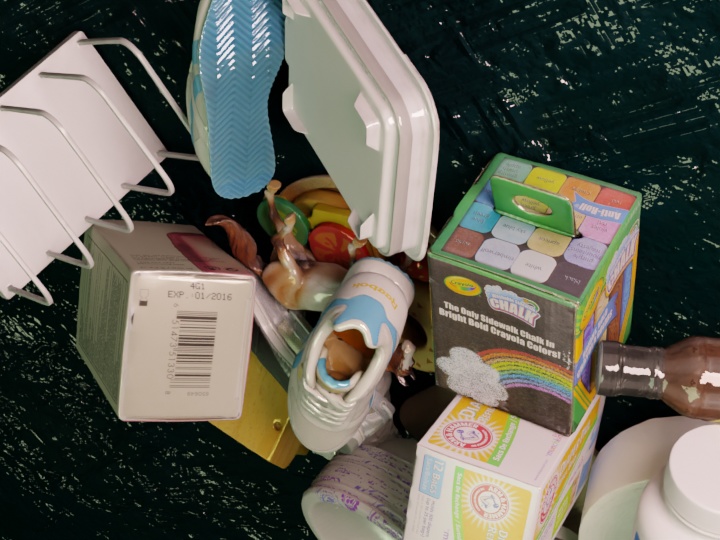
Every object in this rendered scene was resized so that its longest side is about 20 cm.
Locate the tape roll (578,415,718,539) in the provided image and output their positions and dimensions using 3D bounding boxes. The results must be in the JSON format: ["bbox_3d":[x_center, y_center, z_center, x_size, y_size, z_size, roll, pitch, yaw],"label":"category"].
[{"bbox_3d":[0.287,0.215,1.171,0.201,0.071,0.204,11,133,12],"label":"tape roll"}]

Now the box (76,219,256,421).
[{"bbox_3d":[-0.174,0.039,1.216,0.200,0.108,0.129,-145,60,-64],"label":"box"}]

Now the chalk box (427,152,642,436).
[{"bbox_3d":[0.131,0.001,1.050,0.124,0.124,0.201,20,141,22],"label":"chalk box"}]

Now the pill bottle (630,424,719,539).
[{"bbox_3d":[0.258,0.213,1.052,0.111,0.112,0.201,20,138,21],"label":"pill bottle"}]

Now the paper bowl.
[{"bbox_3d":[0.051,0.234,1.280,0.200,0.104,0.201,33,155,17],"label":"paper bowl"}]

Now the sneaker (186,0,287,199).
[{"bbox_3d":[-0.106,-0.159,1.101,0.081,0.076,0.201,-125,35,-44],"label":"sneaker"}]

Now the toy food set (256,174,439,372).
[{"bbox_3d":[0.000,0.000,1.221,0.197,0.049,0.201,12,139,30],"label":"toy food set"}]

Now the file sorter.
[{"bbox_3d":[-0.247,-0.087,1.176,0.124,0.200,0.139,11,141,54],"label":"file sorter"}]

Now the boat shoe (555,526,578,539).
[{"bbox_3d":[0.212,0.294,1.320,0.074,0.061,0.200,-15,145,39],"label":"boat shoe"}]

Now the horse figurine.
[{"bbox_3d":[-0.032,0.003,1.168,0.199,0.050,0.133,22,138,14],"label":"horse figurine"}]

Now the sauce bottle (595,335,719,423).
[{"bbox_3d":[0.272,0.080,1.018,0.198,0.065,0.065,7,140,6],"label":"sauce bottle"}]

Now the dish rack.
[{"bbox_3d":[-0.010,-0.115,1.011,0.172,0.043,0.201,93,153,-51],"label":"dish rack"}]

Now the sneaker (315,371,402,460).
[{"bbox_3d":[0.014,0.149,1.359,0.099,0.075,0.200,37,155,9],"label":"sneaker"}]

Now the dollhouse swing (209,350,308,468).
[{"bbox_3d":[-0.113,0.082,1.407,0.199,0.176,0.183,31,105,19],"label":"dollhouse swing"}]

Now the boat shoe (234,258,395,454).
[{"bbox_3d":[-0.051,0.067,1.245,0.202,0.065,0.074,52,160,4],"label":"boat shoe"}]

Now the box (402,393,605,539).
[{"bbox_3d":[0.120,0.155,1.127,0.101,0.200,0.113,17,119,19],"label":"box"}]

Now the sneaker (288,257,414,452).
[{"bbox_3d":[-0.021,0.082,1.125,0.076,0.081,0.201,25,131,6],"label":"sneaker"}]

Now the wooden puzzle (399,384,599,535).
[{"bbox_3d":[0.150,0.172,1.308,0.200,0.037,0.185,47,144,-7],"label":"wooden puzzle"}]
